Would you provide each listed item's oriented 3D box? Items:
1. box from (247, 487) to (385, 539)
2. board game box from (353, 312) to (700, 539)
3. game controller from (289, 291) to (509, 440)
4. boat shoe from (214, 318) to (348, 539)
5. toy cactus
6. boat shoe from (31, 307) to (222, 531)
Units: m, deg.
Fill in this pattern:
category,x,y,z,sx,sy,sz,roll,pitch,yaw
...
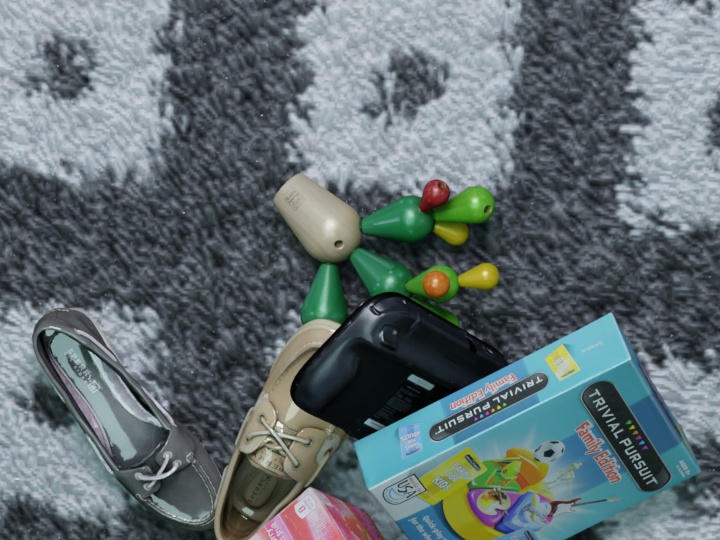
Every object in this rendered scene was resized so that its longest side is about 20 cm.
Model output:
category,x,y,z,sx,sy,sz,roll,pitch,yaw
box,-0.003,0.265,1.586,0.103,0.095,0.200,-41,61,9
board game box,0.118,0.131,1.576,0.200,0.047,0.151,-27,136,9
game controller,0.030,0.077,1.562,0.104,0.200,0.042,-39,58,14
boat shoe,-0.050,0.120,1.592,0.071,0.065,0.200,28,127,5
toy cactus,0.000,0.000,1.610,0.165,0.102,0.200,43,110,12
boat shoe,-0.174,0.114,1.653,0.067,0.057,0.200,-39,89,9
